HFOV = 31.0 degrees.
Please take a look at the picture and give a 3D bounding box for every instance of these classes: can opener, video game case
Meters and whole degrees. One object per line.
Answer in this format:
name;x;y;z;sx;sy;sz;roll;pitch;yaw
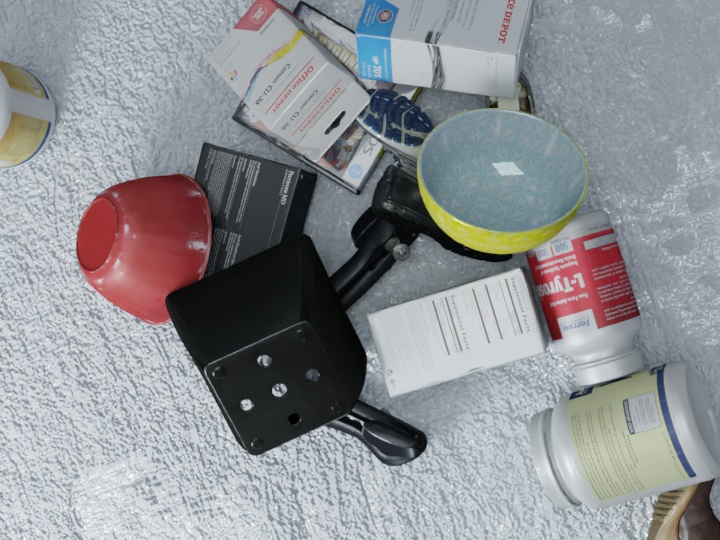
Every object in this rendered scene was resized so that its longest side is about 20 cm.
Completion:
can opener;0.000;0.000;1.674;0.063;0.079;0.200;33;101;-32
can opener;-0.005;0.191;1.675;0.200;0.079;0.063;24;53;22
video game case;-0.040;-0.226;1.697;0.200;0.026;0.181;32;96;9

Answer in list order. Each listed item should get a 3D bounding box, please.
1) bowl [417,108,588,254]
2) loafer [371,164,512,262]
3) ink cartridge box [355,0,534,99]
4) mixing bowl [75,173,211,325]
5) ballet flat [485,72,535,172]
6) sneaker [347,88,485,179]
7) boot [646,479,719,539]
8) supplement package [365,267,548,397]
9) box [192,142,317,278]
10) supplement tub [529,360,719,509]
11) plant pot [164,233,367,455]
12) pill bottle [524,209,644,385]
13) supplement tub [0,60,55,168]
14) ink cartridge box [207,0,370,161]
bowl;0.163;-0.086;1.543;0.200;0.108;0.200;2;51;-2
loafer;0.109;-0.069;1.621;0.200;0.068;0.070;25;75;-19
ink cartridge box;0.107;-0.302;1.607;0.200;0.086;0.146;11;55;10
mixing bowl;-0.292;-0.036;1.656;0.200;0.108;0.200;-15;70;46
ballet flat;0.191;-0.159;1.631;0.072;0.072;0.200;-7;89;11
sneaker;0.064;-0.152;1.642;0.200;0.085;0.077;32;53;0
boot;0.441;0.338;1.599;0.166;0.072;0.200;24;90;-4
supplement package;0.124;0.075;1.622;0.200;0.114;0.110;-17;88;9
box;-0.154;-0.051;1.689;0.141;0.079;0.200;17;94;18
supplement tub;0.319;0.203;1.558;0.200;0.145;0.145;-20;86;24
plant pot;-0.107;0.106;1.568;0.200;0.177;0.200;-24;113;2
pill bottle;0.278;0.035;1.593;0.112;0.112;0.200;-18;86;10
supplement tub;-0.503;-0.211;1.698;0.145;0.200;0.145;0;90;11
ink cartridge box;-0.090;-0.242;1.633;0.116;0.067;0.200;-49;58;12
